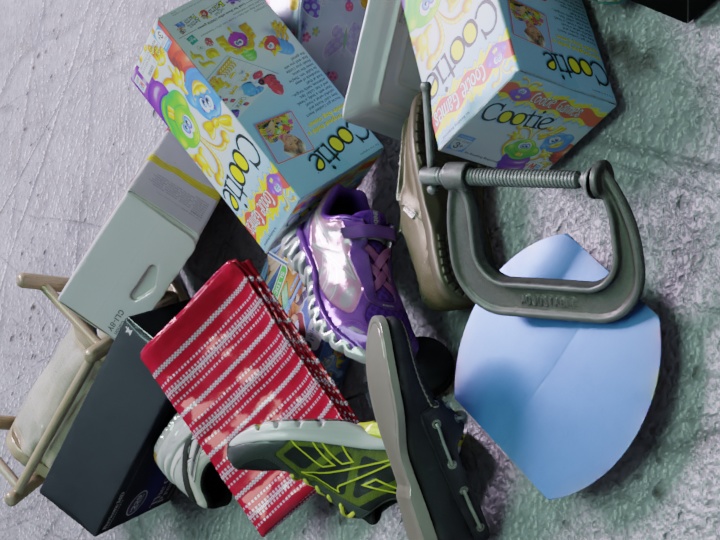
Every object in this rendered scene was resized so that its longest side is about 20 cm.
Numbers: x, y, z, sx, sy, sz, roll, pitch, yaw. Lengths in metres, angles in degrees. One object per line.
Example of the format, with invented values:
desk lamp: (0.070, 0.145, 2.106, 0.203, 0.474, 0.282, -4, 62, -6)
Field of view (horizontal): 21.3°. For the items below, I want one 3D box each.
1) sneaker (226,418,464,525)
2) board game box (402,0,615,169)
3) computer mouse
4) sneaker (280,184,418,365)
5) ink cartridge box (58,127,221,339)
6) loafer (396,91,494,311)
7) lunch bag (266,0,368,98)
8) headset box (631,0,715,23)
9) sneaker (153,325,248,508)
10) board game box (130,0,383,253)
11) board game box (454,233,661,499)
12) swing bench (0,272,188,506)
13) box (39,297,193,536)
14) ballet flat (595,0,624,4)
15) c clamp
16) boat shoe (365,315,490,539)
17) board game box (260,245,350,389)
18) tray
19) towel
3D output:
sneaker: (-0.015, 0.162, 1.546, 0.198, 0.074, 0.086, -1, 85, 17)
board game box: (0.109, -0.191, 1.520, 0.103, 0.104, 0.201, -44, 45, 38)
computer mouse: (-0.003, 0.100, 1.615, 0.199, 0.034, 0.059, -23, 71, 37)
sneaker: (0.000, 0.000, 1.574, 0.089, 0.080, 0.201, -58, 37, 24)
ink cartridge box: (-0.199, -0.042, 1.843, 0.146, 0.083, 0.200, -54, 8, 25)
loafer: (0.062, -0.055, 1.574, 0.067, 0.075, 0.202, -41, 43, 49)
lunch bag: (-0.065, -0.225, 1.771, 0.169, 0.126, 0.202, 8, 92, 55)
headset box: (0.245, -0.311, 1.414, 0.148, 0.075, 0.202, -39, 49, 39)
sneaker: (-0.104, 0.124, 1.701, 0.088, 0.075, 0.201, 46, 121, 31)
board game box: (-0.092, -0.136, 1.666, 0.200, 0.105, 0.103, 52, 148, 10)
board game box: (0.157, 0.072, 1.436, 0.159, 0.039, 0.200, -59, 43, 14)
swing bench: (-0.276, 0.104, 1.904, 0.130, 0.199, 0.200, 44, 118, 23)
box: (-0.199, 0.134, 1.800, 0.079, 0.141, 0.201, 36, 111, 19)
ballet flat: (0.169, -0.296, 1.510, 0.064, 0.075, 0.201, 82, 172, -53)
c clamp: (0.121, -0.044, 1.406, 0.199, 0.027, 0.173, 11, 110, 38)
boat shoe: (0.052, 0.127, 1.480, 0.073, 0.062, 0.202, -172, 68, -76)
board game box: (-0.053, 0.047, 1.730, 0.135, 0.034, 0.202, 31, 104, 53)
tray: (0.048, -0.212, 1.624, 0.022, 0.107, 0.202, 11, 87, 46)
towel: (-0.094, 0.107, 1.641, 0.145, 0.022, 0.201, -42, 75, 25)
